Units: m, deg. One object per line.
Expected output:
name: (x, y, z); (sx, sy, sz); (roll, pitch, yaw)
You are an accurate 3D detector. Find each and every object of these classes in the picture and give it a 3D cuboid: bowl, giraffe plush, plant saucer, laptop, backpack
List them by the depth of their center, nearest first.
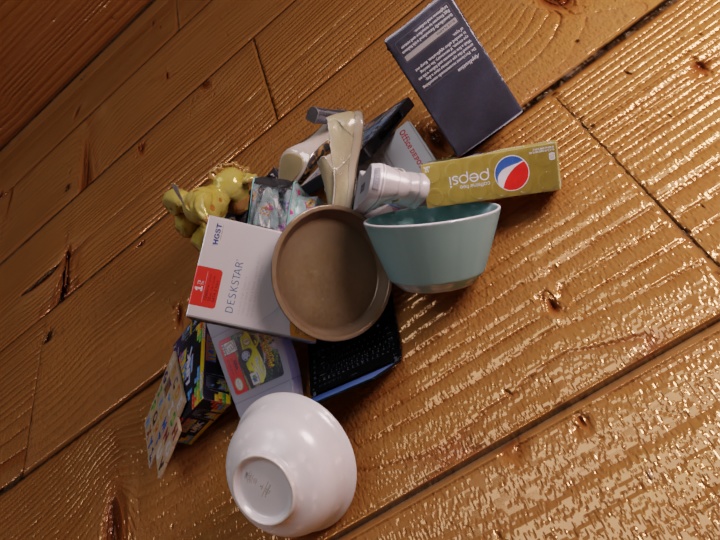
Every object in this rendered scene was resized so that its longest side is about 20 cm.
bowl: (-0.110, 0.277, 0.800); (0.198, 0.090, 0.205); (3, 98, 21)
bowl: (0.108, -0.032, 0.861); (0.198, 0.199, 0.107); (1, 104, 39)
plant saucer: (-0.043, 0.004, 0.886); (0.029, 0.199, 0.202); (-9, 53, 62)
laptop: (-0.036, 0.125, 0.909); (0.175, 0.103, 0.202); (-26, 48, 22)
backpack: (-0.132, -0.044, 1.053); (0.151, 0.176, 0.203); (15, 81, 12)
giraffe plush: (-0.294, -0.147, 1.211); (0.172, 0.201, 0.162); (38, 61, 16)

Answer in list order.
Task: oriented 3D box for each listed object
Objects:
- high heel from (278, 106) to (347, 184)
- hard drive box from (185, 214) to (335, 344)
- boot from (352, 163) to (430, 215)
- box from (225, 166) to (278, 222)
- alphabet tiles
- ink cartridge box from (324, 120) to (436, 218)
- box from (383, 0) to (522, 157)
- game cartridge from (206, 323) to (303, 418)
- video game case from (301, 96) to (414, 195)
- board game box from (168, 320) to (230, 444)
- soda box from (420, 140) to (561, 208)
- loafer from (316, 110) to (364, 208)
high heel: (-0.085, -0.233, 1.196); (0.071, 0.142, 0.202); (42, 118, 23)
hard drive box: (-0.152, 0.018, 0.918); (0.077, 0.196, 0.159); (146, 135, -78)
boot: (0.044, -0.115, 0.903); (0.200, 0.094, 0.075); (-160, 80, -81)
box: (-0.208, -0.095, 1.242); (0.198, 0.050, 0.201); (-44, 44, 8)
alphabet tiles: (-0.354, 0.267, 1.068); (0.169, 0.007, 0.200); (-64, 30, 13)
ink cartridge box: (0.049, -0.142, 1.035); (0.199, 0.084, 0.146); (-37, 45, 15)
box: (0.145, -0.298, 0.928); (0.117, 0.201, 0.197); (-33, 8, 15)
game cartridge: (-0.173, 0.142, 0.987); (0.132, 0.041, 0.203); (-26, 81, 18)
video game case: (-0.009, -0.229, 1.102); (0.199, 0.026, 0.181); (-22, 26, 48)
board game box: (-0.294, 0.185, 1.077); (0.165, 0.056, 0.202); (-44, 39, 34)
soda box: (0.194, -0.142, 0.883); (0.197, 0.069, 0.064); (-6, 13, 21)
loafer: (-0.039, -0.159, 0.961); (0.076, 0.067, 0.204); (-106, 25, -83)
